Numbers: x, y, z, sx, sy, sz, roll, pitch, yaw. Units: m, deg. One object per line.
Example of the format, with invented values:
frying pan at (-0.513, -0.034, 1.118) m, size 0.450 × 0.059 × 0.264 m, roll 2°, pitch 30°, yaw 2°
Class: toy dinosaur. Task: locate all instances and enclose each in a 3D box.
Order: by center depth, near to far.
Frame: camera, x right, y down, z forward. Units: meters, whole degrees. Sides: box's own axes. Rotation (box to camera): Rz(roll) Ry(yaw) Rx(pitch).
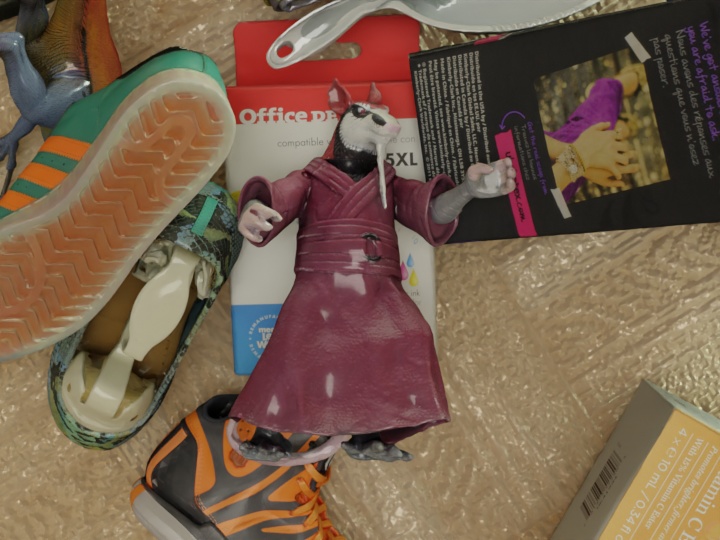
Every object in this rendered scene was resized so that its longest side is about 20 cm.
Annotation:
toy dinosaur at (-0.149, -0.072, 0.780) m, size 0.200 × 0.105 × 0.181 m, roll -29°, pitch 133°, yaw 18°

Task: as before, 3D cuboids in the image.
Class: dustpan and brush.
dustpan and brush at (0.035, -0.166, 0.797) m, size 0.200 × 0.057 × 0.140 m, roll -35°, pitch 80°, yaw 4°

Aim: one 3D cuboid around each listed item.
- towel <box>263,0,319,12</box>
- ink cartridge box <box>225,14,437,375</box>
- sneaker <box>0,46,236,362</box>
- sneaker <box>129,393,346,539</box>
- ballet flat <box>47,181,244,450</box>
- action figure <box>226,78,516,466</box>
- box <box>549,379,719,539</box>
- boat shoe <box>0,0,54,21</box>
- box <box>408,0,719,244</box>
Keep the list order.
towel at (-0.019, -0.246, 0.793) m, size 0.143 × 0.023 × 0.200 m, roll -25°, pitch 73°, yaw 2°
ink cartridge box at (-0.017, -0.045, 0.817) m, size 0.116 × 0.067 × 0.201 m, roll -3°, pitch 94°, yaw 2°
sneaker at (-0.141, -0.034, 0.732) m, size 0.200 × 0.080 × 0.071 m, roll -41°, pitch 117°, yaw 12°
sneaker at (-0.027, 0.147, 0.828) m, size 0.200 × 0.078 × 0.112 m, roll 37°, pitch 96°, yaw -2°
ballet flat at (-0.127, 0.039, 0.791) m, size 0.074 × 0.074 × 0.200 m, roll 28°, pitch 120°, yaw -1°
action figure at (0.000, 0.000, 0.748) m, size 0.133 × 0.149 × 0.201 m, roll 5°, pitch 76°, yaw -6°
box at (0.222, 0.168, 0.813) m, size 0.200 × 0.097 × 0.125 m, roll 29°, pitch 95°, yaw -1°
boat shoe at (-0.222, -0.170, 0.811) m, size 0.201 × 0.074 × 0.065 m, roll -21°, pitch 98°, yaw 10°
box at (0.139, -0.077, 0.735) m, size 0.200 × 0.122 × 0.106 m, roll -3°, pitch 97°, yaw 44°
